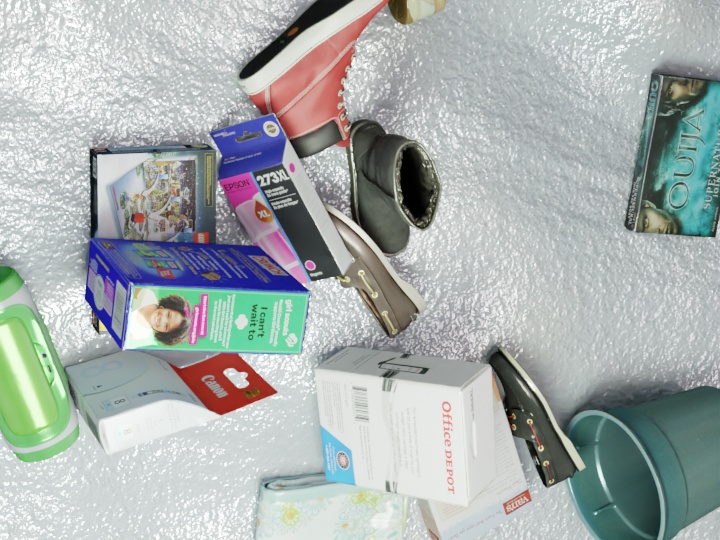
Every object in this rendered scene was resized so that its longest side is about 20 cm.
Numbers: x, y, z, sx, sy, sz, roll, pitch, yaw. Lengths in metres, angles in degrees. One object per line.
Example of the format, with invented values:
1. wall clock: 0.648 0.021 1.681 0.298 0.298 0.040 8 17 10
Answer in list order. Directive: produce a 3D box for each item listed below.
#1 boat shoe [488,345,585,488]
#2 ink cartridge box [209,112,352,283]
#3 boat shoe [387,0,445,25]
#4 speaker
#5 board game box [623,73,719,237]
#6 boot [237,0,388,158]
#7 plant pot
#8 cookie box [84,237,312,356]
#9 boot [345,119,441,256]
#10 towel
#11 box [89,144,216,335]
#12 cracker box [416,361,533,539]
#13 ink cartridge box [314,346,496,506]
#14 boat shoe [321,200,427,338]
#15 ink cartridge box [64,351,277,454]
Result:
1. boat shoe: 0.213 0.187 1.921 0.063 0.074 0.203 -31 110 -1
2. ink cartridge box: -0.093 -0.075 1.702 0.202 0.094 0.037 63 35 -23
3. boat shoe: 0.062 -0.381 1.704 0.066 0.074 0.203 -15 120 -23
4. speaker: -0.369 0.101 1.627 0.088 0.088 0.202 -24 113 -17
5. board game box: 0.415 -0.146 1.948 0.134 0.028 0.203 2 103 -26
6. boot: -0.022 -0.224 1.707 0.199 0.072 0.145 -40 117 -1
7. plant pot: 0.398 0.248 1.966 0.194 0.200 0.203 -17 111 -27
8. cookie box: -0.174 0.027 1.604 0.197 0.171 0.076 3 106 -25
9. boot: 0.045 -0.078 1.700 0.072 0.200 0.184 -25 113 -15
10. towel: -0.036 0.335 1.863 0.197 0.048 0.174 -1 104 -24
11. box: -0.229 -0.035 1.679 0.135 0.038 0.203 -4 106 -24
12. cracker box: 0.125 0.235 1.904 0.133 0.058 0.202 -25 112 -15
13. ink cartridge box: 0.054 0.179 1.771 0.084 0.198 0.148 -30 120 -54
14. boat shoe: 0.000 0.000 1.777 0.060 0.072 0.200 -47 123 -8
15. ink cartridge box: -0.210 0.123 1.663 0.198 0.160 0.048 -18 112 -19
